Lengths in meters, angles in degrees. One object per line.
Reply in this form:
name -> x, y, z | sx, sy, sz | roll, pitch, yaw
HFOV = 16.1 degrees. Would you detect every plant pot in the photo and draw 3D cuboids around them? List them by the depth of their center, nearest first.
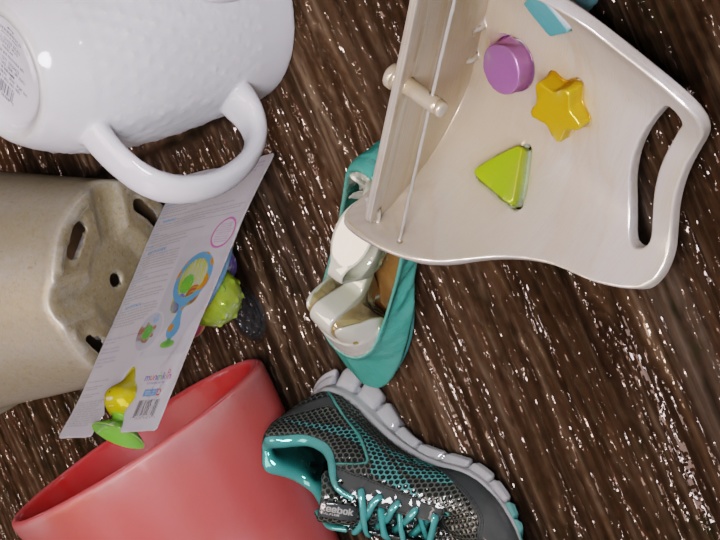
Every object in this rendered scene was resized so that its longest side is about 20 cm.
plant pot -> -0.102, 0.184, 1.687 | 0.200, 0.200, 0.178 | -24, 101, 52
plant pot -> -0.226, 0.011, 1.742 | 0.183, 0.200, 0.202 | -3, 107, 39

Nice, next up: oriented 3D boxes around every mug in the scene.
mug -> -0.137, -0.127, 1.553 | 0.200, 0.175, 0.148 | 53, 141, 15

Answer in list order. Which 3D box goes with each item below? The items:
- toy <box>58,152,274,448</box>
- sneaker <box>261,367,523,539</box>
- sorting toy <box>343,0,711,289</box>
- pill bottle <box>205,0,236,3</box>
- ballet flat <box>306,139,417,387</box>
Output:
toy -> -0.112, 0.026, 1.636 | 0.047, 0.201, 0.115 | 39, 153, -27
sneaker -> 0.016, 0.143, 1.588 | 0.200, 0.091, 0.078 | 34, 133, 34
sorting toy -> 0.101, -0.079, 1.369 | 0.180, 0.107, 0.201 | 33, 132, 25
pill bottle -> -0.045, -0.233, 1.439 | 0.113, 0.112, 0.200 | 59, 142, 8
ballet flat -> 0.000, 0.000, 1.545 | 0.067, 0.070, 0.201 | 41, 137, 28
